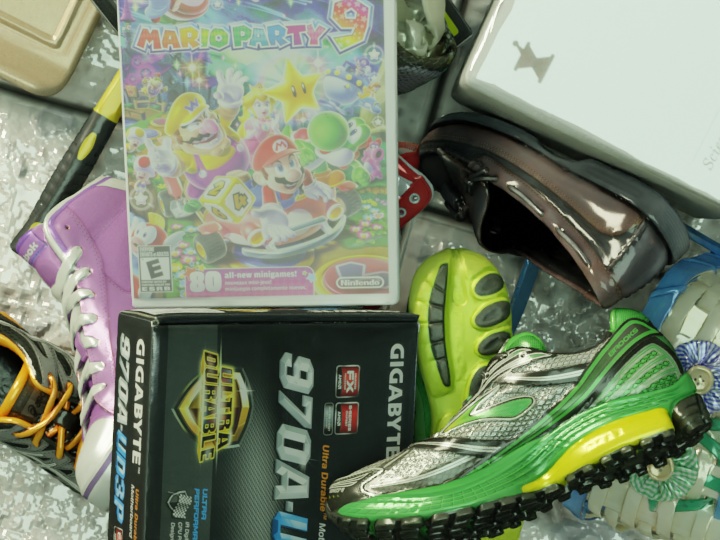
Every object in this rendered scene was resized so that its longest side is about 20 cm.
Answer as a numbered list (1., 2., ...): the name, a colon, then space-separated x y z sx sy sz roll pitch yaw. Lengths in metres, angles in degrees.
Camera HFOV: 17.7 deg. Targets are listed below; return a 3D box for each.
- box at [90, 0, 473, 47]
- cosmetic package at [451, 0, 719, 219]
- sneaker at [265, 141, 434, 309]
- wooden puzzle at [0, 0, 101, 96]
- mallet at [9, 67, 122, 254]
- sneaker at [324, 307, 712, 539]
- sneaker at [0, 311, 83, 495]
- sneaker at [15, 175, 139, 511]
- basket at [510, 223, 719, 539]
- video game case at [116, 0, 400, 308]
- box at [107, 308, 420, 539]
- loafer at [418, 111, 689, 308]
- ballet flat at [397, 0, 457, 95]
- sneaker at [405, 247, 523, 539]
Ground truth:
1. box: -0.057 -0.160 1.264 0.160 0.044 0.200 -39 116 -2
2. cosmetic package: 0.157 -0.133 1.228 0.165 0.200 0.165 26 92 -1
3. sneaker: 0.000 0.000 1.280 0.112 0.071 0.200 -24 115 -5
4. wooden puzzle: -0.210 -0.223 1.309 0.185 0.037 0.200 26 87 -1
5. mallet: -0.132 -0.089 1.314 0.066 0.041 0.200 24 97 -5
6. sneaker: 0.074 0.085 1.186 0.200 0.078 0.085 -23 70 1
7. sneaker: -0.171 0.080 1.298 0.200 0.077 0.078 26 90 -2
8. sneaker: -0.145 0.034 1.260 0.114 0.073 0.201 23 49 -8
9. basket: 0.163 0.057 1.270 0.200 0.139 0.177 27 104 32
10. video game case: -0.052 -0.078 1.200 0.143 0.018 0.200 -1 108 1
11. box: -0.051 0.119 1.204 0.159 0.046 0.200 1 94 -30
12. loafer: 0.087 -0.033 1.240 0.063 0.200 0.072 -46 128 -16
13. ballet flat: -0.003 -0.181 1.209 0.072 0.072 0.200 -29 118 1
14. sneaker: 0.055 0.086 1.273 0.074 0.084 0.200 4 96 -1
